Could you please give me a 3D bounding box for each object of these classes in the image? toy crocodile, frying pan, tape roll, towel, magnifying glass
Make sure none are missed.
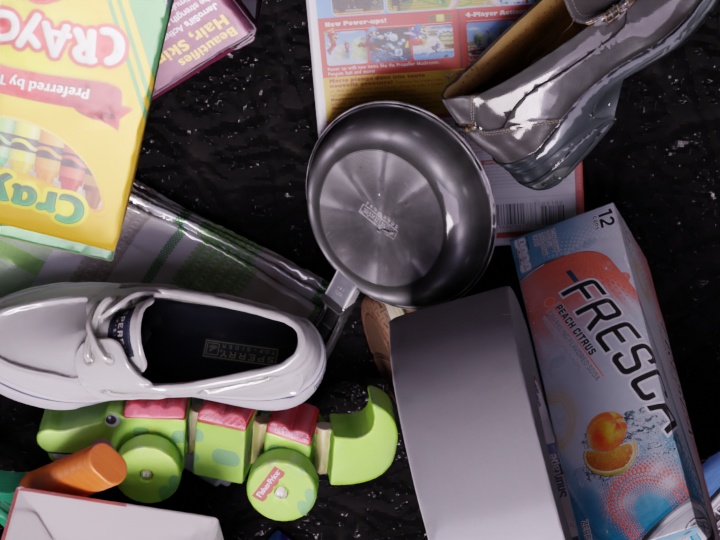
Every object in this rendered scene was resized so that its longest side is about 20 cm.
[{"bbox_3d":[-0.078,0.089,1.440,0.198,0.068,0.062,6,118,5],"label":"toy crocodile"},{"bbox_3d":[-0.008,-0.015,1.394,0.190,0.031,0.115,-32,91,35],"label":"frying pan"},{"bbox_3d":[0.071,0.112,1.329,0.066,0.201,0.201,-16,117,7],"label":"tape roll"},{"bbox_3d":[-0.127,0.027,1.462,0.199,0.031,0.150,27,115,-13],"label":"towel"},{"bbox_3d":[-0.192,0.128,1.466,0.080,0.022,0.200,43,145,-18],"label":"magnifying glass"}]

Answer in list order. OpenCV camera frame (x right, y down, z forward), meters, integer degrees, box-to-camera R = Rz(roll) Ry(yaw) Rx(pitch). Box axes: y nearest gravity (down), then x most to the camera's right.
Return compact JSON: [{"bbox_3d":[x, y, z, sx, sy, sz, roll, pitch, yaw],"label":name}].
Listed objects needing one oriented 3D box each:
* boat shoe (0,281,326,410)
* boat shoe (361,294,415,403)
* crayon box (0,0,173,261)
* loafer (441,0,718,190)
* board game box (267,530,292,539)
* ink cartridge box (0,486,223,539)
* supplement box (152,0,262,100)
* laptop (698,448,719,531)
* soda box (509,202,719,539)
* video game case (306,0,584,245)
[{"bbox_3d":[-0.119,0.034,1.399,0.198,0.074,0.065,-1,163,7],"label":"boat shoe"},{"bbox_3d":[0.071,0.082,1.475,0.075,0.075,0.203,-32,114,-10],"label":"boat shoe"},{"bbox_3d":[-0.162,-0.091,1.271,0.126,0.051,0.201,12,120,-4],"label":"crayon box"},{"bbox_3d":[0.123,-0.135,1.330,0.072,0.073,0.200,32,101,-26],"label":"loafer"},{"bbox_3d":[-0.051,0.272,1.584,0.152,0.045,0.200,34,115,-16],"label":"board game box"},{"bbox_3d":[-0.130,0.199,1.466,0.116,0.068,0.200,9,151,8],"label":"ink cartridge box"},{"bbox_3d":[-0.155,-0.180,1.308,0.130,0.103,0.200,-30,113,17],"label":"supplement box"},{"bbox_3d":[0.208,0.188,1.493,0.199,0.116,0.187,33,115,-16],"label":"laptop"},{"bbox_3d":[0.135,0.068,1.378,0.063,0.201,0.068,-20,147,13],"label":"soda box"},{"bbox_3d":[0.046,-0.103,1.394,0.142,0.017,0.201,-3,119,3],"label":"video game case"}]
